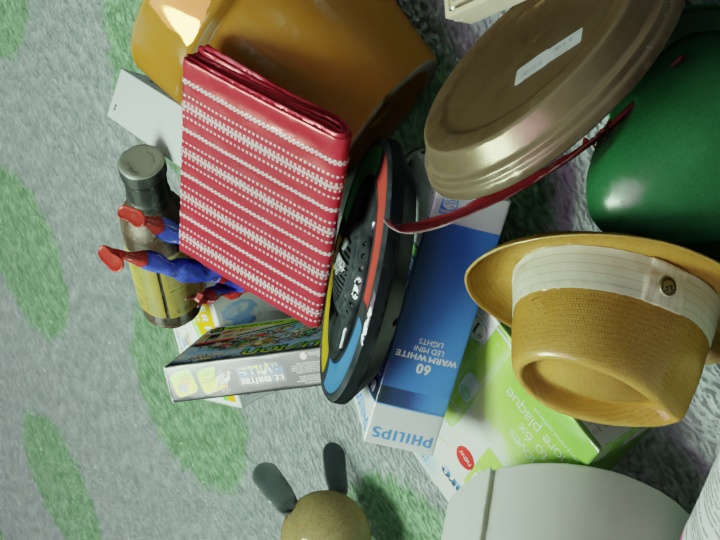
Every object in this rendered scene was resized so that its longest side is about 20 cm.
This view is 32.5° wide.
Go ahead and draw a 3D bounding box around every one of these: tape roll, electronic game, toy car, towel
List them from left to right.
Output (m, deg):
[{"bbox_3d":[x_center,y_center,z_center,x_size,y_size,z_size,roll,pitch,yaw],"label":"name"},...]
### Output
[{"bbox_3d":[-0.076,-0.059,0.929,0.144,0.022,0.202,30,138,18],"label":"towel"},{"bbox_3d":[-0.040,0.283,1.252,0.158,0.163,0.202,-36,70,56],"label":"toy car"},{"bbox_3d":[0.000,0.000,0.929,0.200,0.041,0.203,-168,90,-80],"label":"electronic game"},{"bbox_3d":[0.147,0.254,0.895,0.200,0.140,0.204,9,140,8],"label":"tape roll"}]

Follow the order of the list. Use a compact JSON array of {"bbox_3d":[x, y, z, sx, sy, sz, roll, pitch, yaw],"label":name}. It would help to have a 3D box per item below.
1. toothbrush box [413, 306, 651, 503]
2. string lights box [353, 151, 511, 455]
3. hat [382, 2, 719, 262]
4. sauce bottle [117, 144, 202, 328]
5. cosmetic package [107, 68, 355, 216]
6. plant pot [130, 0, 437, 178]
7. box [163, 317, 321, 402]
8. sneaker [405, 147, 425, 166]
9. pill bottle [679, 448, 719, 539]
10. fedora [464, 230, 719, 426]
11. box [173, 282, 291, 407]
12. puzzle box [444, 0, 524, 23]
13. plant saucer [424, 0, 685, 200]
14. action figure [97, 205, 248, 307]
[{"bbox_3d":[0.127,0.116,0.973,0.146,0.085,0.201,53,146,20],"label":"toothbrush box"},{"bbox_3d":[0.047,0.023,0.932,0.103,0.058,0.203,-113,37,-70],"label":"string lights box"},{"bbox_3d":[0.157,-0.050,0.747,0.167,0.175,0.201,55,145,18],"label":"hat"},{"bbox_3d":[-0.179,-0.029,1.101,0.065,0.064,0.201,45,154,28],"label":"sauce bottle"},{"bbox_3d":[-0.115,-0.115,1.096,0.199,0.149,0.052,34,109,47],"label":"cosmetic package"},{"bbox_3d":[-0.046,-0.176,0.966,0.183,0.200,0.201,42,142,7],"label":"plant pot"},{"bbox_3d":[-0.064,0.074,1.109,0.197,0.110,0.035,-8,104,19],"label":"box"},{"bbox_3d":[0.045,-0.008,1.029,0.080,0.077,0.203,39,137,53],"label":"sneaker"},{"bbox_3d":[0.272,0.130,0.751,0.113,0.113,0.202,40,138,34],"label":"pill bottle"},{"bbox_3d":[0.159,0.047,0.796,0.200,0.199,0.083,-28,44,56],"label":"fedora"},{"bbox_3d":[-0.130,0.021,1.252,0.101,0.112,0.203,3,111,53],"label":"box"},{"bbox_3d":[0.118,-0.248,0.780,0.199,0.025,0.135,-13,78,56],"label":"puzzle box"},{"bbox_3d":[0.111,-0.127,0.760,0.029,0.201,0.199,43,153,-21],"label":"plant saucer"},{"bbox_3d":[-0.134,-0.006,1.073,0.051,0.199,0.066,29,97,35],"label":"action figure"}]
